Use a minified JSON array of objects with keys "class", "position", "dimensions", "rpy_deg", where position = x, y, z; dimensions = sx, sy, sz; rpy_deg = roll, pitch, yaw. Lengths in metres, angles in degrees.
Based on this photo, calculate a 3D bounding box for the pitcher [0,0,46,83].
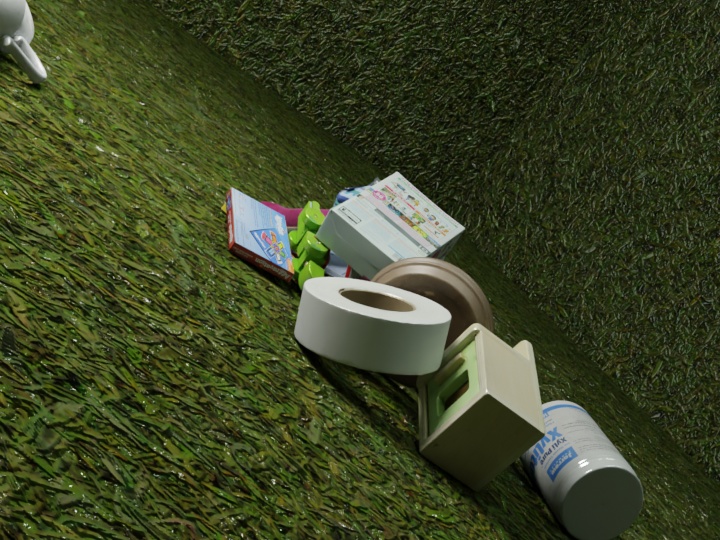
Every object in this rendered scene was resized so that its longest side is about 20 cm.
[{"class":"pitcher","position":[-0.501,-0.344,1.528],"dimensions":[0.172,0.121,0.200],"rpy_deg":[55,-2,0]}]

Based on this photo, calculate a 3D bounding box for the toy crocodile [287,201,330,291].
[{"class":"toy crocodile","position":[-0.072,-0.036,1.689],"dimensions":[0.061,0.068,0.201],"rpy_deg":[25,29,-20]}]

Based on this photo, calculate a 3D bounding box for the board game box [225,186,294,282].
[{"class":"board game box","position":[-0.154,-0.057,1.677],"dimensions":[0.102,0.020,0.200],"rpy_deg":[27,20,-20]}]

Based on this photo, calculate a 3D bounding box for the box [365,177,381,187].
[{"class":"box","position":[0.055,-0.071,2.255],"dimensions":[0.200,0.141,0.079],"rpy_deg":[42,-32,11]}]

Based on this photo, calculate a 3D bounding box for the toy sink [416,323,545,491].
[{"class":"toy sink","position":[0.152,0.161,1.463],"dimensions":[0.112,0.130,0.200],"rpy_deg":[36,28,-18]}]

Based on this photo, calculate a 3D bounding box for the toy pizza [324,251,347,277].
[{"class":"toy pizza","position":[0.000,0.000,1.848],"dimensions":[0.199,0.032,0.200],"rpy_deg":[18,20,-7]}]

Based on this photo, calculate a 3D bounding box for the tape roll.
[{"class":"tape roll","position":[0.015,0.070,1.454],"dimensions":[0.201,0.071,0.203],"rpy_deg":[11,12,-2]}]

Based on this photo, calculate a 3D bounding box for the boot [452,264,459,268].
[{"class":"boot","position":[0.059,-0.015,1.966],"dimensions":[0.199,0.070,0.174],"rpy_deg":[-16,36,-40]}]

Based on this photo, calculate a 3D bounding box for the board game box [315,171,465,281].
[{"class":"board game box","position":[0.049,-0.058,1.686],"dimensions":[0.147,0.064,0.200],"rpy_deg":[41,37,13]}]

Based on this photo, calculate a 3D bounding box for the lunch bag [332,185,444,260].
[{"class":"lunch bag","position":[0.054,-0.077,1.932],"dimensions":[0.199,0.083,0.160],"rpy_deg":[29,20,23]}]

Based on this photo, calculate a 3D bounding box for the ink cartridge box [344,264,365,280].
[{"class":"ink cartridge box","position":[0.045,0.030,1.704],"dimensions":[0.115,0.068,0.201],"rpy_deg":[5,40,-16]}]

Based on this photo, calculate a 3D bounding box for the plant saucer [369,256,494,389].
[{"class":"plant saucer","position":[0.089,0.080,1.562],"dimensions":[0.200,0.200,0.029],"rpy_deg":[40,25,2]}]

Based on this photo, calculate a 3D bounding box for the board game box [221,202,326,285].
[{"class":"board game box","position":[-0.130,-0.036,1.760],"dimensions":[0.200,0.030,0.095],"rpy_deg":[46,11,22]}]

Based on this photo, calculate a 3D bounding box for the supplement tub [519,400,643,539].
[{"class":"supplement tub","position":[0.320,0.293,1.650],"dimensions":[0.132,0.132,0.200],"rpy_deg":[36,9,-22]}]

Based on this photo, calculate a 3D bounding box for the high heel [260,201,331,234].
[{"class":"high heel","position":[-0.095,-0.090,1.839],"dimensions":[0.200,0.096,0.068],"rpy_deg":[31,-22,52]}]
